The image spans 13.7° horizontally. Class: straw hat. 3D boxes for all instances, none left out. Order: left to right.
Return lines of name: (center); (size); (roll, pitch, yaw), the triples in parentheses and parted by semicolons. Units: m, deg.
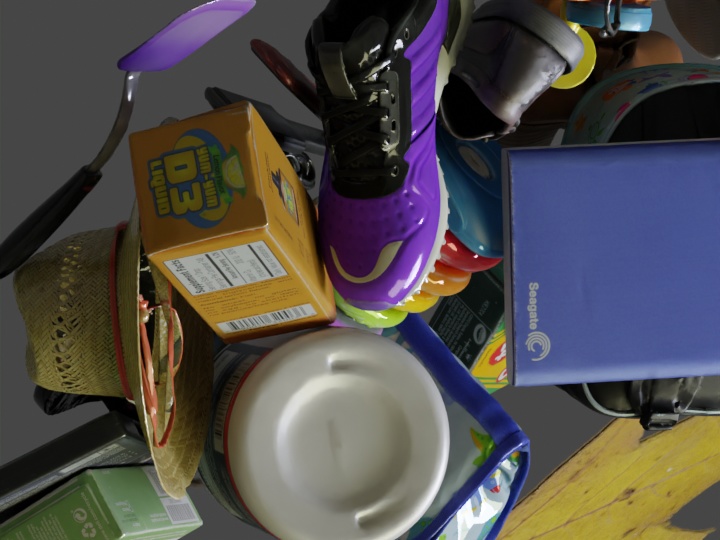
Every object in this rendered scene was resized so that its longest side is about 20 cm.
straw hat: (-0.133, 0.021, 1.524); (0.084, 0.203, 0.201); (-3, 162, 8)

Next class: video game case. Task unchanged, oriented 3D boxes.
video game case: (-0.179, 0.123, 1.655); (0.142, 0.019, 0.200); (-27, 172, 1)

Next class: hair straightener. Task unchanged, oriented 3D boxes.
hair straightener: (-0.045, -0.069, 1.618); (0.077, 0.041, 0.200); (-45, 166, 4)

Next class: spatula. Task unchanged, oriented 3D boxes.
spatula: (-0.126, -0.064, 1.473); (0.200, 0.021, 0.056); (-50, 162, 20)

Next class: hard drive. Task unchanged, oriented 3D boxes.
hard drive: (0.180, -0.007, 1.684); (0.198, 0.133, 0.025); (-3, -172, -8)

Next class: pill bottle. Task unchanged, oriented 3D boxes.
pill bottle: (-0.031, 0.088, 1.648); (0.119, 0.120, 0.200); (-40, -171, -9)

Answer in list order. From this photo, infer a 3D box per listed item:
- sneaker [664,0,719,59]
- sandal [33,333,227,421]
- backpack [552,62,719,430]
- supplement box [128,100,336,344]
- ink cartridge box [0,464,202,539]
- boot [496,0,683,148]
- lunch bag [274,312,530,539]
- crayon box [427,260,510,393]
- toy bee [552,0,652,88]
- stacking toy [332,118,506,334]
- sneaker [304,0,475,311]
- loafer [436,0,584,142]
sneaker: (0.242, -0.218, 1.798); (0.115, 0.074, 0.201); (-35, 152, -21)
sandal: (-0.113, 0.057, 1.713); (0.075, 0.048, 0.200); (-51, 161, 22)
backpack: (0.195, -0.022, 1.767); (0.176, 0.151, 0.202); (-1, 105, -13)
supplement box: (-0.061, -0.020, 1.488); (0.068, 0.067, 0.200); (-11, 164, 4)
ink cartridge box: (-0.200, 0.173, 1.675); (0.199, 0.048, 0.145); (-32, 171, 11)
boot: (0.152, -0.142, 1.803); (0.200, 0.074, 0.155); (-30, 153, -42)
lunch bag: (0.012, 0.109, 1.895); (0.127, 0.170, 0.200); (-26, 156, -42)
crayon box: (0.130, 0.015, 2.121); (0.199, 0.051, 0.127); (-26, 154, -43)
toy bee: (0.110, -0.175, 1.624); (0.200, 0.108, 0.132); (45, 57, -72)
stacking toy: (0.000, 0.000, 1.752); (0.200, 0.116, 0.110); (-44, 162, 23)
sneaker: (0.002, -0.084, 1.522); (0.099, 0.069, 0.202); (31, 63, -62)
loafer: (0.061, -0.101, 1.627); (0.063, 0.072, 0.200); (-57, -171, -12)
